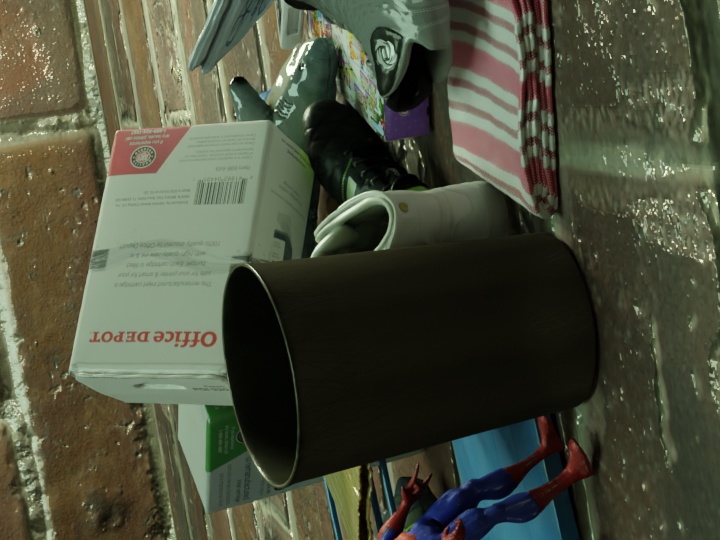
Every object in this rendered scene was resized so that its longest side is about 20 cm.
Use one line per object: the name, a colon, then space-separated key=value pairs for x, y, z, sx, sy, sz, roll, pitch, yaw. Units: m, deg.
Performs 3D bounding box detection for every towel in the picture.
towel: x=0.079 y=-0.144 z=1.058 sx=0.146 sy=0.030 sz=0.201 roll=-134 pitch=36 yaw=-66

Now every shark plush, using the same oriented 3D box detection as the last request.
shark plush: x=-0.051 y=-0.081 z=1.327 sx=0.083 sy=0.091 sz=0.201 roll=-1 pitch=81 yaw=47

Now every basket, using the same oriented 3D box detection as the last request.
basket: x=0.031 y=0.047 z=1.033 sx=0.180 sy=0.199 sz=0.137 roll=164 pitch=96 yaw=-73

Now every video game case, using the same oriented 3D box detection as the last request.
video game case: x=-0.068 y=-0.308 z=1.431 sx=0.182 sy=0.023 sz=0.201 roll=117 pitch=146 yaw=-81

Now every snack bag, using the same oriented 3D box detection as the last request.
snack bag: x=-0.052 y=-0.245 z=1.174 sx=0.201 sy=0.021 sz=0.189 roll=-60 pitch=1 yaw=26

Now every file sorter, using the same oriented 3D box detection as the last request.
file sorter: x=0.056 y=0.156 z=1.183 sx=0.200 sy=0.122 sz=0.140 roll=144 pitch=114 yaw=-74

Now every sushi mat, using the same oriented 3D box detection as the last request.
sushi mat: x=-0.019 y=0.108 z=1.172 sx=0.200 sy=0.012 sz=0.096 roll=-118 pitch=26 yaw=-61

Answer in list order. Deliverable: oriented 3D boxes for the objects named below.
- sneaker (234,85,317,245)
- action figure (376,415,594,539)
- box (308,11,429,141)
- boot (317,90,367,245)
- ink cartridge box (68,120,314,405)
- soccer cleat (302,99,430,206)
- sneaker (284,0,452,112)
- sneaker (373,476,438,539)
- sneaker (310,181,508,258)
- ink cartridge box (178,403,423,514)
sneaker: x=-0.070 y=-0.071 z=1.527 sx=0.079 sy=0.089 sz=0.201 roll=39 pitch=-145 yaw=-62
action figure: x=0.049 y=0.162 z=1.048 sx=0.065 sy=0.200 sz=0.052 roll=43 pitch=167 yaw=53
box: x=0.002 y=-0.198 z=1.295 sx=0.200 sy=0.039 sz=0.138 roll=-126 pitch=28 yaw=-59
boot: x=-0.007 y=-0.041 z=1.437 sx=0.200 sy=0.072 sz=0.167 roll=99 pitch=167 yaw=-57
ink cartridge box: x=-0.125 y=-0.002 z=1.271 sx=0.085 sy=0.145 sz=0.201 roll=41 pitch=-127 yaw=-56
soccer cleat: x=0.024 y=-0.053 z=1.250 sx=0.201 sy=0.067 sz=0.081 roll=60 pitch=145 yaw=14
sneaker: x=0.003 y=-0.161 z=1.129 sx=0.200 sy=0.075 sz=0.116 roll=4 pitch=109 yaw=68
sneaker: x=0.040 y=0.247 z=1.436 sx=0.200 sy=0.073 sz=0.081 roll=111 pitch=153 yaw=-51
sneaker: x=0.000 y=0.000 z=1.156 sx=0.200 sy=0.115 sz=0.074 roll=-46 pitch=56 yaw=45
ink cartridge box: x=-0.043 y=0.105 z=1.371 sx=0.147 sy=0.199 sz=0.083 roll=97 pitch=153 yaw=-51
